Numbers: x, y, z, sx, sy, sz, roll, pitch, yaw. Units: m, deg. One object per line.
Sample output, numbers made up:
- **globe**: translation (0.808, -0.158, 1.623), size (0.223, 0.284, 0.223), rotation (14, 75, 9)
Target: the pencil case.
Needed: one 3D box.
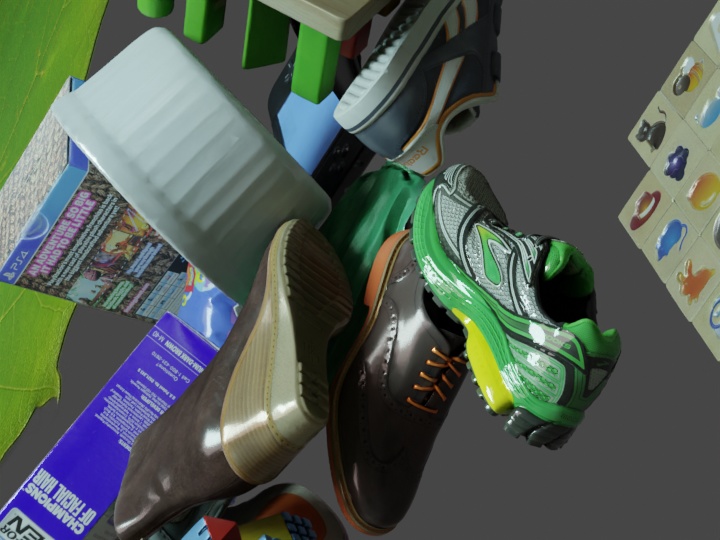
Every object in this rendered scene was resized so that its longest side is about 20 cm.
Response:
- **pencil case**: translation (-0.116, 0.086, 1.208), size (0.087, 0.078, 0.201), rotation (-4, 71, 53)

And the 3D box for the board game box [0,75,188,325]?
- **board game box**: translation (-0.183, -0.047, 1.278), size (0.159, 0.199, 0.097), rotation (-47, 36, 40)

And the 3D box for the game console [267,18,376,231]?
- **game console**: translation (-0.058, -0.157, 1.197), size (0.176, 0.116, 0.200), rotation (-55, 31, 31)

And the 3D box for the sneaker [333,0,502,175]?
- **sneaker**: translation (0.055, -0.143, 1.030), size (0.078, 0.079, 0.200), rotation (-30, 24, 52)

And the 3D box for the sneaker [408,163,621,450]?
- **sneaker**: translation (0.094, 0.005, 0.874), size (0.085, 0.078, 0.200), rotation (-51, 42, 25)

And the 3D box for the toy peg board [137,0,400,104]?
- **toy peg board**: translation (-0.049, -0.222, 1.051), size (0.199, 0.200, 0.098), rotation (-48, -19, -40)

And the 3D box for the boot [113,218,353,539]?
- **boot**: translation (-0.088, 0.067, 0.980), size (0.166, 0.072, 0.200), rotation (-33, 31, 26)

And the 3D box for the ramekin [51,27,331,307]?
- **ramekin**: translation (-0.112, -0.076, 1.072), size (0.098, 0.200, 0.200), rotation (-44, 30, 0)

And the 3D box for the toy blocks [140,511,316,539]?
- **toy blocks**: translation (-0.077, 0.208, 0.961), size (0.137, 0.200, 0.100), rotation (-47, 43, 19)

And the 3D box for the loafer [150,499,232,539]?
- **loafer**: translation (-0.085, 0.128, 1.087), size (0.200, 0.063, 0.072), rotation (-45, -4, -32)

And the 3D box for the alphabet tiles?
- **alphabet tiles**: translation (0.199, -0.056, 0.768), size (0.167, 0.006, 0.200), rotation (-60, 29, 25)

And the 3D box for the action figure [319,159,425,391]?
- **action figure**: translation (0.000, 0.000, 1.049), size (0.118, 0.055, 0.201), rotation (13, 75, 50)

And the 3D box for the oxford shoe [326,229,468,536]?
- **oxford shoe**: translation (0.031, 0.064, 0.950), size (0.072, 0.071, 0.201), rotation (-12, 64, 55)

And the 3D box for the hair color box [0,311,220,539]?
- **hair color box**: translation (-0.171, 0.133, 1.086), size (0.200, 0.065, 0.109), rotation (-52, -10, -11)

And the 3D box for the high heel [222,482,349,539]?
- **high heel**: translation (-0.065, 0.202, 1.098), size (0.067, 0.096, 0.200), rotation (-39, 29, -28)
